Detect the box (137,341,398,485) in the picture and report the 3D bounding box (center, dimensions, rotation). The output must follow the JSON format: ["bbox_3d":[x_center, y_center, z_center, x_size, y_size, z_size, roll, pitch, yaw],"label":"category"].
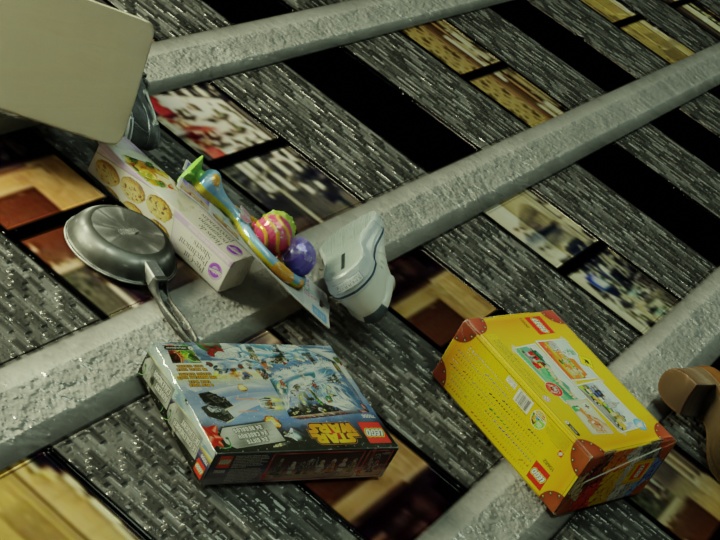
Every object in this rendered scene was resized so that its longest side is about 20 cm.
[{"bbox_3d":[-0.079,0.122,1.351,0.199,0.040,0.137,4,37,-39],"label":"box"}]

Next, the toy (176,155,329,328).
[{"bbox_3d":[-0.091,-0.039,1.510,0.200,0.047,0.115,41,11,-12],"label":"toy"}]

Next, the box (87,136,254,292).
[{"bbox_3d":[-0.189,-0.058,1.538,0.200,0.042,0.039,42,31,19],"label":"box"}]

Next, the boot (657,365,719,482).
[{"bbox_3d":[0.437,0.178,1.718,0.154,0.074,0.201,8,38,-42],"label":"boot"}]

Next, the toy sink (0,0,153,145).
[{"bbox_3d":[-0.323,-0.216,1.540,0.198,0.132,0.112,16,1,-20],"label":"toy sink"}]

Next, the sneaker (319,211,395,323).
[{"bbox_3d":[0.000,0.000,1.609,0.071,0.073,0.200,58,16,-16],"label":"sneaker"}]

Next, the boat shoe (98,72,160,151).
[{"bbox_3d":[-0.262,-0.202,1.667,0.067,0.072,0.201,6,39,-34],"label":"boat shoe"}]

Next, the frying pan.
[{"bbox_3d":[-0.215,-0.005,1.445,0.114,0.031,0.191,13,30,-27],"label":"frying pan"}]

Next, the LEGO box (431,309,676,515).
[{"bbox_3d":[0.192,0.135,1.545,0.148,0.078,0.200,-3,42,-46],"label":"LEGO box"}]
